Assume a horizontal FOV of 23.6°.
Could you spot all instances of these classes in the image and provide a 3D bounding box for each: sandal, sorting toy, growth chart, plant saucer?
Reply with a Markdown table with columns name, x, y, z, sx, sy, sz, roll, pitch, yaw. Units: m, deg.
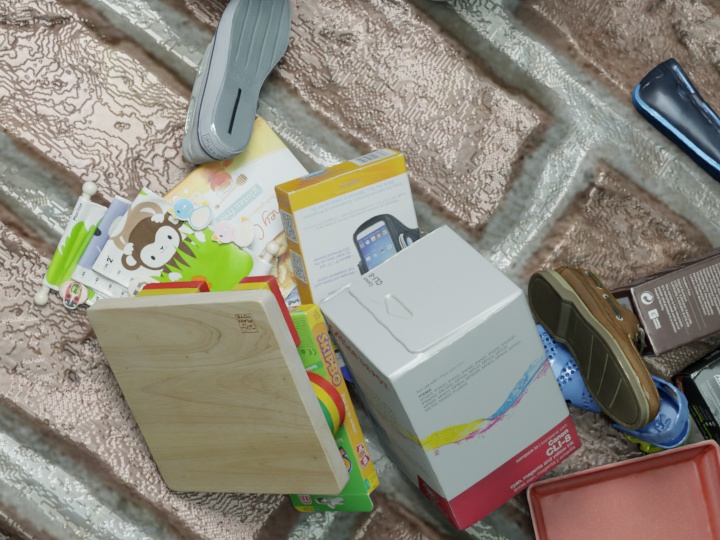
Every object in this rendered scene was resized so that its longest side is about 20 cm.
| name | x | y | z | sx | sy | sz | roll | pitch | yaw |
| --- | --- | --- | --- | --- | --- | --- | --- | --- | --- |
| sandal | 0.238 | 0.110 | 1.644 | 0.199 | 0.087 | 0.080 | 25 | 83 | -5 |
| sorting toy | -0.114 | 0.097 | 1.522 | 0.070 | 0.199 | 0.199 | -48 | 125 | -46 |
| growth chart | -0.185 | -0.004 | 1.581 | 0.199 | 0.018 | 0.145 | 20 | 100 | 0 |
| plant saucer | 0.267 | 0.280 | 1.657 | 0.199 | 0.037 | 0.201 | -12 | 89 | -11 |

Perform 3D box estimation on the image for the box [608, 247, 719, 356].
| name | x | y | z | sx | sy | sz | roll | pitch | yaw |
| --- | --- | --- | --- | --- | --- | --- | --- | --- | --- |
| box | 0.344 | 0.018 | 1.664 | 0.199 | 0.100 | 0.075 | -22 | 89 | -10 |

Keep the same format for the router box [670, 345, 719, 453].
| name | x | y | z | sx | sy | sz | roll | pitch | yaw |
| --- | --- | --- | --- | --- | --- | --- | --- | --- | --- |
| router box | 0.418 | 0.149 | 1.684 | 0.150 | 0.062 | 0.200 | -29 | 91 | -11 |

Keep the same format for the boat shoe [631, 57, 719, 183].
| name | x | y | z | sx | sy | sz | roll | pitch | yaw |
| --- | --- | --- | --- | --- | --- | --- | --- | --- | --- |
| boat shoe | 0.359 | -0.129 | 1.685 | 0.200 | 0.084 | 0.069 | 40 | 91 | -7 |

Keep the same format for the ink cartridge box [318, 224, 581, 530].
| name | x | y | z | sx | sy | sz | roll | pitch | yaw |
| --- | --- | --- | --- | --- | --- | --- | --- | --- | --- |
| ink cartridge box | 0.080 | 0.094 | 1.542 | 0.144 | 0.145 | 0.200 | -33 | 128 | -11 |

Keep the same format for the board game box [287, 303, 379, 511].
| name | x | y | z | sx | sy | sz | roll | pitch | yaw |
| --- | --- | --- | --- | --- | --- | --- | --- | --- | --- |
| board game box | -0.049 | 0.128 | 1.566 | 0.030 | 0.095 | 0.201 | -34 | 112 | -49 |

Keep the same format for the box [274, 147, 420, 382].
| name | x | y | z | sx | sy | sz | roll | pitch | yaw |
| --- | --- | --- | --- | --- | --- | --- | --- | --- | --- |
| box | 0.000 | 0.000 | 1.583 | 0.119 | 0.041 | 0.201 | -20 | 113 | -20 |

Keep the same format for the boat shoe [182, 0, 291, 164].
| name | x | y | z | sx | sy | sz | roll | pitch | yaw |
| --- | --- | --- | --- | --- | --- | --- | --- | --- | --- |
| boat shoe | -0.125 | -0.188 | 1.609 | 0.074 | 0.067 | 0.201 | 40 | 53 | -32 |

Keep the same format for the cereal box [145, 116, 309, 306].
| name | x | y | z | sx | sy | sz | roll | pitch | yaw |
| --- | --- | --- | --- | --- | --- | --- | --- | --- | --- |
| cereal box | -0.085 | -0.023 | 1.618 | 0.144 | 0.040 | 0.200 | -42 | 93 | -10 |

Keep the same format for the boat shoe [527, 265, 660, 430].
| name | x | y | z | sx | sy | sz | roll | pitch | yaw |
| --- | --- | --- | --- | --- | --- | --- | --- | --- | --- |
| boat shoe | 0.231 | 0.062 | 1.592 | 0.068 | 0.072 | 0.200 | -10 | 46 | -23 |
